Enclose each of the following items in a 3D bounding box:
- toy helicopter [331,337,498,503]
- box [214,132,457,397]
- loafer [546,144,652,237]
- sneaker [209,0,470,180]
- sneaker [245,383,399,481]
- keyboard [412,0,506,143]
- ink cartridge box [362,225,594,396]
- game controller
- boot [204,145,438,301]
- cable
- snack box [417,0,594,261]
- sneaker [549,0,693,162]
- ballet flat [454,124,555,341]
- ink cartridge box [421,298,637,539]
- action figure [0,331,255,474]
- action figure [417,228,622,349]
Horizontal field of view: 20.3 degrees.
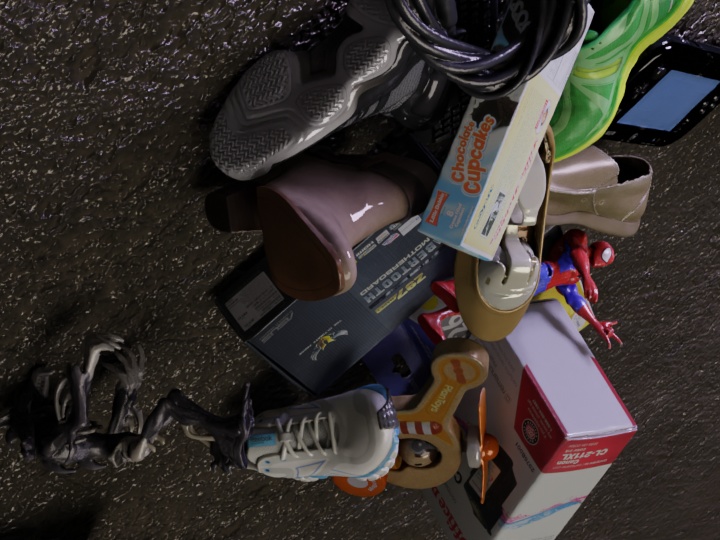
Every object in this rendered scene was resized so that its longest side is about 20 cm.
[{"bbox_3d":[0.065,0.123,1.647,0.132,0.079,0.200,20,140,-6],"label":"toy helicopter"},{"bbox_3d":[0.000,0.000,1.560,0.200,0.051,0.158,-40,154,2],"label":"box"},{"bbox_3d":[0.163,-0.077,1.626,0.199,0.076,0.068,7,115,-47],"label":"loafer"},{"bbox_3d":[-0.005,-0.117,1.370,0.200,0.076,0.114,-41,149,0],"label":"sneaker"},{"bbox_3d":[-0.044,0.139,1.620,0.086,0.075,0.200,1,166,-34],"label":"sneaker"},{"bbox_3d":[0.090,-0.174,1.461,0.127,0.021,0.200,-30,150,-15],"label":"keyboard"},{"bbox_3d":[0.104,0.050,1.759,0.200,0.047,0.198,-40,151,-5],"label":"ink cartridge box"},{"bbox_3d":[0.248,-0.144,1.639,0.105,0.042,0.200,-53,155,20],"label":"game controller"},{"bbox_3d":[-0.008,-0.041,1.372,0.146,0.200,0.071,-14,116,-29],"label":"boot"},{"bbox_3d":[0.085,-0.207,1.296,0.163,0.051,0.201,-7,110,-37],"label":"cable"},{"bbox_3d":[0.104,-0.108,1.418,0.201,0.037,0.116,-68,164,1],"label":"snack box"},{"bbox_3d":[0.172,-0.172,1.519,0.083,0.074,0.200,11,124,-36],"label":"sneaker"},{"bbox_3d":[0.111,-0.031,1.526,0.068,0.063,0.201,-4,112,-17],"label":"ballet flat"},{"bbox_3d":[0.131,0.146,1.732,0.082,0.146,0.200,-6,141,-35],"label":"ink cartridge box"},{"bbox_3d":[-0.177,0.097,1.449,0.199,0.103,0.119,3,177,1],"label":"action figure"},{"bbox_3d":[0.153,0.027,1.644,0.199,0.099,0.065,-23,150,-38],"label":"action figure"}]
